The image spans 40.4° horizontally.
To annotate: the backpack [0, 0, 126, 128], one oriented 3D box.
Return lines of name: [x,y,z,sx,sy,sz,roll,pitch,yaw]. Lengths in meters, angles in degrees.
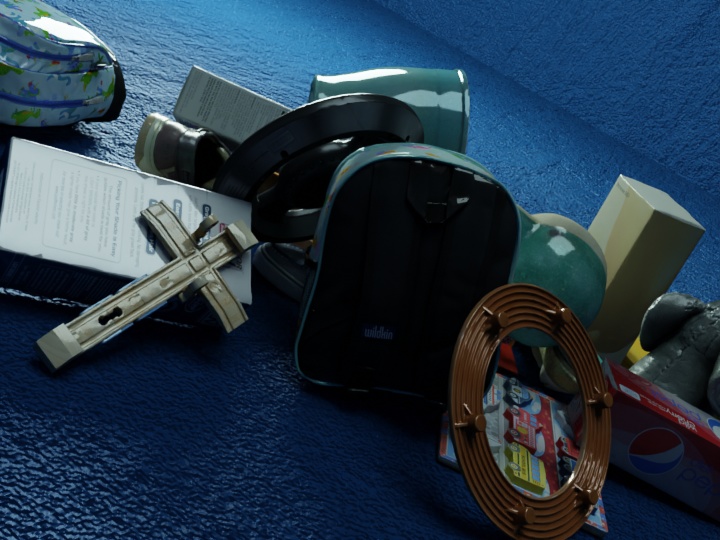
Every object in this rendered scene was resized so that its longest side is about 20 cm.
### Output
backpack: [-0.348,-0.213,0.997,0.163,0.154,0.200,36,35,8]

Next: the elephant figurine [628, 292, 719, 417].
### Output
elephant figurine: [0.338,0.084,0.978,0.141,0.201,0.155,27,21,3]

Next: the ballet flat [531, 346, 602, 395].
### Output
ballet flat: [0.208,0.086,1.014,0.070,0.071,0.200,21,25,-12]

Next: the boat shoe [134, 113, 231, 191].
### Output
boat shoe: [-0.159,-0.104,0.970,0.065,0.072,0.200,20,-3,12]

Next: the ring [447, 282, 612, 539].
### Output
ring: [0.140,0.108,0.752,0.200,0.202,0.019,6,-13,-42]

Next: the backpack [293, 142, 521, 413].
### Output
backpack: [0.042,-0.007,0.813,0.175,0.201,0.153,10,21,0]

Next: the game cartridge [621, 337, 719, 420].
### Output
game cartridge: [0.380,0.116,1.188,0.199,0.033,0.176,16,23,-27]

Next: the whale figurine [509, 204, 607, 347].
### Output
whale figurine: [0.135,0.010,0.945,0.199,0.160,0.104,11,43,12]

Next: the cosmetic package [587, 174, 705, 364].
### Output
cosmetic package: [0.289,0.006,1.104,0.071,0.201,0.105,18,22,-19]

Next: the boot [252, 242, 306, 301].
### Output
boot: [0.000,0.000,0.937,0.199,0.091,0.073,27,21,2]

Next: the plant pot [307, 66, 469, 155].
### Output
plant pot: [0.022,-0.168,1.243,0.187,0.201,0.200,7,24,-9]

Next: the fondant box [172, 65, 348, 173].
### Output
fondant box: [-0.098,-0.144,1.058,0.199,0.058,0.144,24,-1,-8]

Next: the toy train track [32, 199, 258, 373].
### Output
toy train track: [-0.147,0.010,0.714,0.200,0.033,0.115,-36,89,-40]

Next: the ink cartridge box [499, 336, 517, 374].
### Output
ink cartridge box: [0.126,0.030,1.070,0.109,0.051,0.200,24,21,-7]

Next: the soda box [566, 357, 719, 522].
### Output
soda box: [0.292,0.164,0.899,0.199,0.070,0.063,29,21,-9]

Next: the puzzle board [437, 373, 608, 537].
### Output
puzzle board: [0.143,0.144,0.870,0.150,0.017,0.200,26,21,-2]

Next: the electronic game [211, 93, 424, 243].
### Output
electronic game: [-0.036,-0.086,0.868,0.199,0.200,0.042,2,55,-47]

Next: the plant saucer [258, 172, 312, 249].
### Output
plant saucer: [-0.047,-0.067,1.125,0.199,0.032,0.200,23,21,-9]

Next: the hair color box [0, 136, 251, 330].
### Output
hair color box: [-0.187,-0.024,0.767,0.199,0.060,0.100,14,57,-28]
